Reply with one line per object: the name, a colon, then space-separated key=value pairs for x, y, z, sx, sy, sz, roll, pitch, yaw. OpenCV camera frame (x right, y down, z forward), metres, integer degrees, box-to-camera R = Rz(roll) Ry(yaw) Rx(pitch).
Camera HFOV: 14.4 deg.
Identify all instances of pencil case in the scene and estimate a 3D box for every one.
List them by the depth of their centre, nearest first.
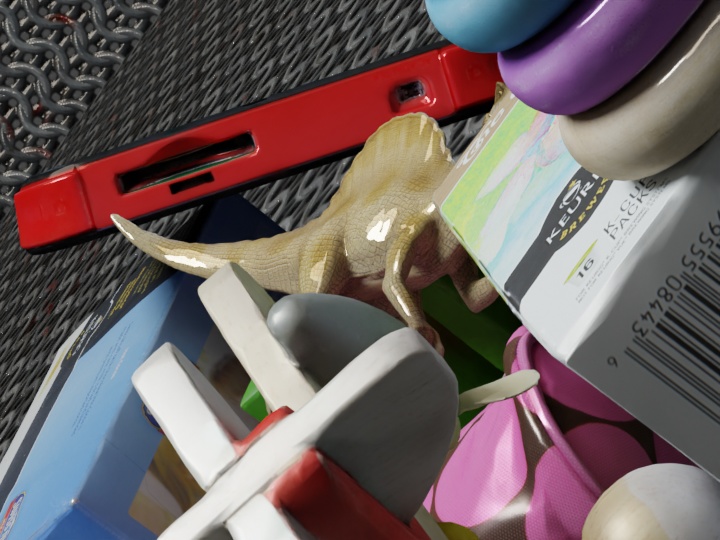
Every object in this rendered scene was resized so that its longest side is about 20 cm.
pencil case: x=0.019 y=0.100 z=0.874 sx=0.200 sy=0.091 sz=0.094 roll=-45 pitch=59 yaw=28

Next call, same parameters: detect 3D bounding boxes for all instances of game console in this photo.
game console: x=-0.023 y=-0.050 z=1.066 sx=0.199 sy=0.031 sz=0.177 roll=-17 pitch=1 yaw=7

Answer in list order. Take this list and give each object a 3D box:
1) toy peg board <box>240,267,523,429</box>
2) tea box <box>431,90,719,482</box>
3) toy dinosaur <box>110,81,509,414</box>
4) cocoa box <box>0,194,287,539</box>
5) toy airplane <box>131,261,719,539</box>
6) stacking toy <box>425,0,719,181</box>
toy peg board: x=0.059 y=-0.012 z=1.009 sx=0.200 sy=0.098 sz=0.200 roll=-41 pitch=18 yaw=44
tea box: x=0.138 y=-0.041 z=0.709 sx=0.200 sy=0.133 sz=0.197 roll=-53 pitch=12 yaw=4
toy dinosaur: x=0.000 y=0.000 z=0.916 sx=0.200 sy=0.058 sz=0.102 roll=-21 pitch=58 yaw=43
cocoa box: x=-0.063 y=0.093 z=1.086 sx=0.131 sy=0.133 sz=0.200 roll=-43 pitch=15 yaw=36
toy airplane: x=0.029 y=0.080 z=0.670 sx=0.141 sy=0.201 sz=0.199 roll=-26 pitch=1 yaw=-11
stacking toy: x=0.005 y=-0.108 z=0.608 sx=0.085 sy=0.200 sz=0.085 roll=-49 pitch=15 yaw=18
